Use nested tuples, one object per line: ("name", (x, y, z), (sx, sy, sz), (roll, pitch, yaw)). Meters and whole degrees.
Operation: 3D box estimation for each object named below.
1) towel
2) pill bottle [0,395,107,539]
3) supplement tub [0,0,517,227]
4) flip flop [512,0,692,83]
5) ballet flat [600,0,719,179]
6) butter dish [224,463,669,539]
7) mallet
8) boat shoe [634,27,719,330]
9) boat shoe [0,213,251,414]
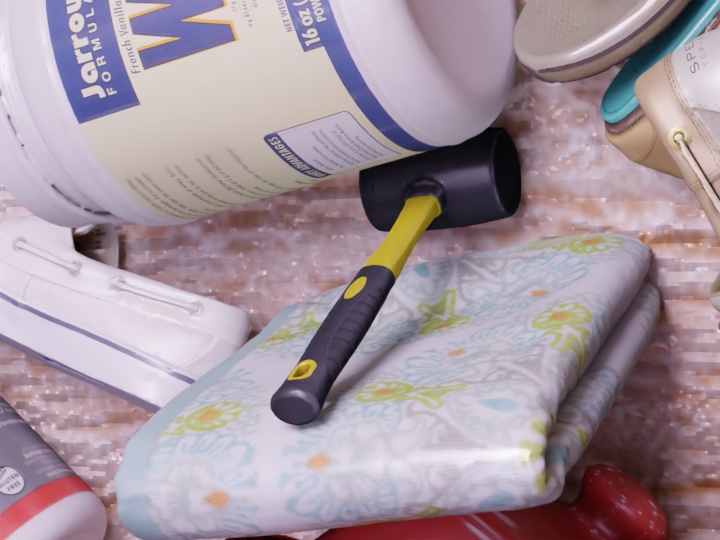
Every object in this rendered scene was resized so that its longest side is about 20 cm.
("towel", (0.018, 0.043, 0.812), (0.170, 0.200, 0.049), (-11, 106, 25))
("pill bottle", (-0.224, 0.086, 0.978), (0.200, 0.116, 0.116), (43, 113, 13))
("supplement tub", (-0.051, -0.100, 0.849), (0.198, 0.145, 0.146), (-15, 92, 26))
("flip flop", (0.119, -0.160, 0.788), (0.057, 0.081, 0.200), (28, 113, -28))
("ballet flat", (0.170, -0.117, 0.797), (0.063, 0.069, 0.201), (31, 116, -12))
("butter dish", (0.063, 0.141, 0.832), (0.200, 0.199, 0.148), (44, 90, 11))
("mallet", (0.000, 0.000, 0.817), (0.065, 0.200, 0.041), (-2, 118, 31))
("boat shoe", (0.163, 0.000, 0.787), (0.066, 0.074, 0.201), (-19, 105, 21))
("boat shoe", (-0.138, 0.006, 0.960), (0.199, 0.071, 0.070), (22, 80, 25))
